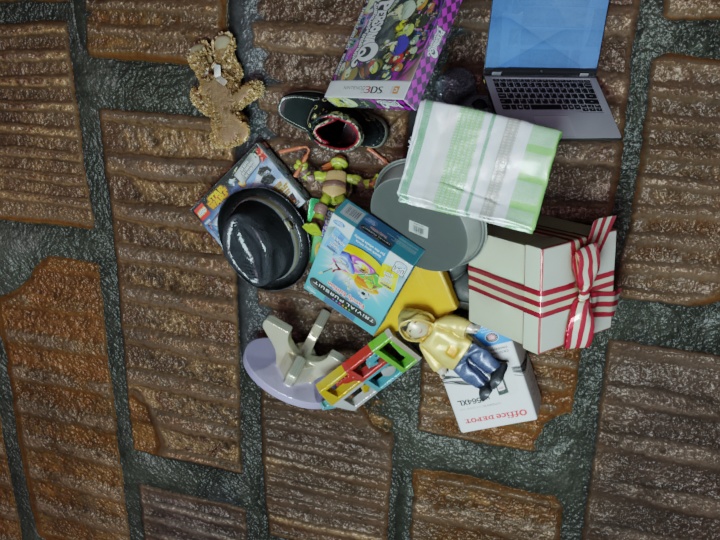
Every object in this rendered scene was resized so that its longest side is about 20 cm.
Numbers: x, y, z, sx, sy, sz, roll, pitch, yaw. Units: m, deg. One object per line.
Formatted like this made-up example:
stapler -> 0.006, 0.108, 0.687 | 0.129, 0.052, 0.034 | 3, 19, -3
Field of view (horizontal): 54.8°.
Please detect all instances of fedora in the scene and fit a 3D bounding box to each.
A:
fedora -> -0.188, -0.045, 1.244 | 0.199, 0.092, 0.202 | 6, 112, 16

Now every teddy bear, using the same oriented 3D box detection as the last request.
teddy bear -> -0.241, -0.319, 1.234 | 0.145, 0.067, 0.201 | -30, 91, 15

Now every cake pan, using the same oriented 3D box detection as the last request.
cake pan -> 0.097, -0.077, 1.069 | 0.199, 0.037, 0.201 | 25, 142, 22

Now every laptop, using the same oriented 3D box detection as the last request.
laptop -> 0.283, -0.297, 0.992 | 0.186, 0.201, 0.116 | -3, 150, -12

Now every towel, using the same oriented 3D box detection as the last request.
towel -> 0.159, -0.144, 0.952 | 0.199, 0.031, 0.150 | 16, 98, 15

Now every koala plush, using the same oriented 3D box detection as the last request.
koala plush -> 0.170, -0.194, 1.060 | 0.176, 0.200, 0.185 | 21, 114, 9

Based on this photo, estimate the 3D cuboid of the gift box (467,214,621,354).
gift box -> 0.296, 0.005, 1.079 | 0.186, 0.199, 0.186 | 25, 128, 55

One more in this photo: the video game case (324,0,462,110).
video game case -> 0.048, -0.334, 1.025 | 0.181, 0.036, 0.201 | 18, 83, 47

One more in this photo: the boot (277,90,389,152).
boot -> -0.064, -0.247, 1.141 | 0.203, 0.154, 0.074 | 20, 109, 11

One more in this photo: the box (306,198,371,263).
box -> -0.011, -0.054, 1.254 | 0.199, 0.048, 0.118 | 16, 113, 14

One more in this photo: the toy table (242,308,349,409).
toy table -> -0.114, 0.166, 1.302 | 0.199, 0.184, 0.117 | 21, 131, -9

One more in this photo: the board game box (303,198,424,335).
board game box -> 0.000, 0.000, 1.147 | 0.151, 0.047, 0.200 | 34, 139, 7

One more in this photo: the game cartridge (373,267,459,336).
game cartridge -> 0.060, 0.004, 1.203 | 0.176, 0.032, 0.201 | -17, 105, 29

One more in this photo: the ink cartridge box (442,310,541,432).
ink cartridge box -> 0.222, 0.173, 1.235 | 0.145, 0.084, 0.201 | -16, 102, 23

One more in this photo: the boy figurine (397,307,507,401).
boy figurine -> 0.151, 0.124, 1.162 | 0.200, 0.064, 0.125 | 38, 123, 1

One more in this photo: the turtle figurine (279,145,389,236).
turtle figurine -> -0.054, -0.139, 1.205 | 0.199, 0.064, 0.162 | 9, 68, 2

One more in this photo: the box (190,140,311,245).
box -> -0.206, -0.125, 1.295 | 0.200, 0.040, 0.137 | -38, 95, 25

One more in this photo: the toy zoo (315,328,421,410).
toy zoo -> 0.006, 0.194, 1.271 | 0.200, 0.131, 0.021 | -38, 52, 8

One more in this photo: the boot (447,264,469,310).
boot -> 0.177, -0.036, 1.194 | 0.181, 0.073, 0.201 | 5, 103, 14
